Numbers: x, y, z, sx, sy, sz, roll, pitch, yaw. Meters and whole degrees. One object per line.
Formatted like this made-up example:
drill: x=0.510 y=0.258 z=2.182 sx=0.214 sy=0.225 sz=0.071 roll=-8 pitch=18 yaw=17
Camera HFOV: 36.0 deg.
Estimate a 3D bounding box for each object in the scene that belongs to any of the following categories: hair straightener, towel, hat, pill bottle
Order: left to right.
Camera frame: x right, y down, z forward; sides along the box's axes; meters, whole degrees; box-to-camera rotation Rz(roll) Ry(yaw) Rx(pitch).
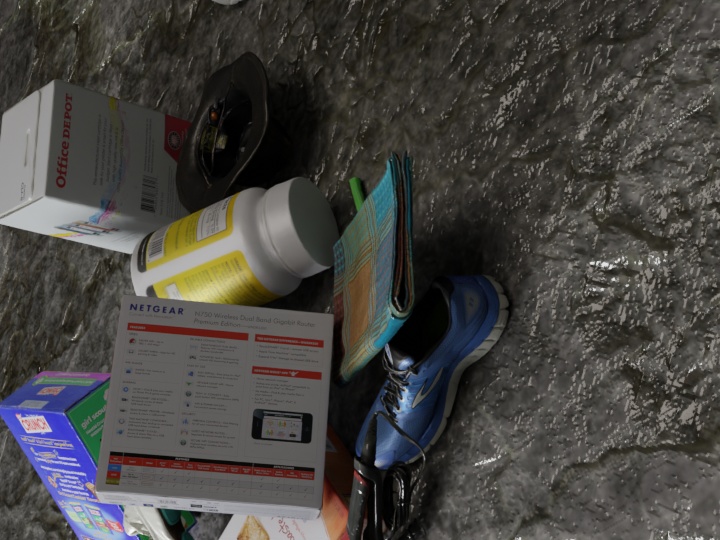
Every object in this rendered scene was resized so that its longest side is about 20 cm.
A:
pill bottle: x=-0.127 y=-0.016 z=1.137 sx=0.198 sy=0.114 sz=0.116 roll=-21 pitch=63 yaw=25
hat: x=-0.127 y=-0.139 z=1.225 sx=0.200 sy=0.080 sz=0.203 roll=-33 pitch=47 yaw=45
towel: x=0.006 y=0.006 z=0.963 sx=0.200 sy=0.021 sz=0.149 roll=127 pitch=146 yaw=-62
hair straightener: x=0.019 y=0.214 z=0.963 sx=0.041 sy=0.076 sz=0.203 roll=33 pitch=123 yaw=57

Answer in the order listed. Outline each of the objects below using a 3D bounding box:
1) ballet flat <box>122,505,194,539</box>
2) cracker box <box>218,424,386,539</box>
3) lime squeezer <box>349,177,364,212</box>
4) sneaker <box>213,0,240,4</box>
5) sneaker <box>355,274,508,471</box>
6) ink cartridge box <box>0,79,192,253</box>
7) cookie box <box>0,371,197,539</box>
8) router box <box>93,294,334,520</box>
ballet flat: x=-0.208 y=0.276 z=1.149 sx=0.069 sy=0.069 sz=0.202 roll=-30 pitch=88 yaw=39
cracker box: x=-0.066 y=0.264 z=1.059 sx=0.134 sy=0.057 sz=0.202 roll=49 pitch=116 yaw=45
lime squeezer: x=0.000 y=0.000 z=1.072 sx=0.070 sy=0.037 sz=0.203 roll=-11 pitch=72 yaw=47
sneaker: x=-0.139 y=-0.414 z=1.310 sx=0.081 sy=0.083 sz=0.202 roll=44 pitch=111 yaw=45
sneaker: x=0.043 y=0.084 z=0.960 sx=0.079 sy=0.088 sz=0.202 roll=45 pitch=113 yaw=46
ink cartridge box: x=-0.325 y=-0.120 z=1.349 sx=0.144 sy=0.198 sz=0.148 roll=-14 pitch=69 yaw=45
cookie box: x=-0.295 y=0.215 z=1.235 sx=0.170 sy=0.075 sz=0.202 roll=-3 pitch=119 yaw=48
router box: x=-0.126 y=0.122 z=0.994 sx=0.049 sy=0.197 sz=0.182 roll=107 pitch=168 yaw=-66
